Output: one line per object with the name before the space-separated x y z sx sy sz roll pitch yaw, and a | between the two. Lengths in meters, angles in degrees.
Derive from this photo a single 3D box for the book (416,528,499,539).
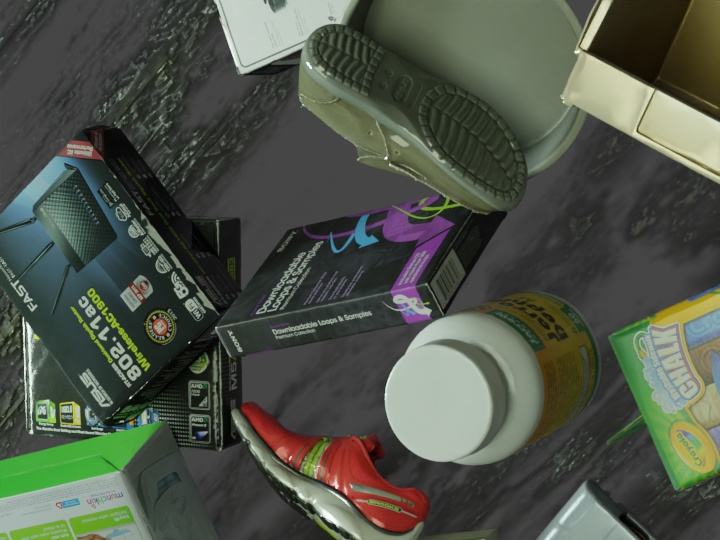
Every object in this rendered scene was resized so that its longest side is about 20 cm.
book | 0.028 0.287 1.660 0.199 0.048 0.134 -10 94 24

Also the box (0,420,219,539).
box | -0.228 0.242 1.724 0.199 0.097 0.177 -16 107 27

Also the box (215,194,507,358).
box | 0.000 0.000 1.572 0.199 0.143 0.036 -14 117 34

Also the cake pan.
cake pan | 0.080 -0.157 1.546 0.199 0.037 0.201 8 122 13

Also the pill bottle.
pill bottle | 0.096 0.081 1.512 0.112 0.200 0.113 4 98 26

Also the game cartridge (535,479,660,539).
game cartridge | 0.208 0.276 1.572 0.200 0.042 0.133 43 108 16

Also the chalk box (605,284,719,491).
chalk box | 0.266 0.073 1.471 0.199 0.124 0.124 -25 85 25

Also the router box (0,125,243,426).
router box | -0.206 0.004 1.680 0.150 0.062 0.200 -43 77 23

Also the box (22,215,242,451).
box | -0.195 0.048 1.738 0.199 0.047 0.194 3 99 25

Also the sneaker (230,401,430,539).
sneaker | -0.022 0.161 1.660 0.200 0.077 0.085 35 73 31

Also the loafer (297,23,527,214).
loafer | 0.036 -0.108 1.532 0.200 0.075 0.070 36 145 -4

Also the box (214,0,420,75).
box | -0.020 -0.241 1.611 0.199 0.060 0.117 -21 86 26

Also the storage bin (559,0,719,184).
storage bin | 0.265 -0.120 1.409 0.200 0.198 0.094 31 112 20
